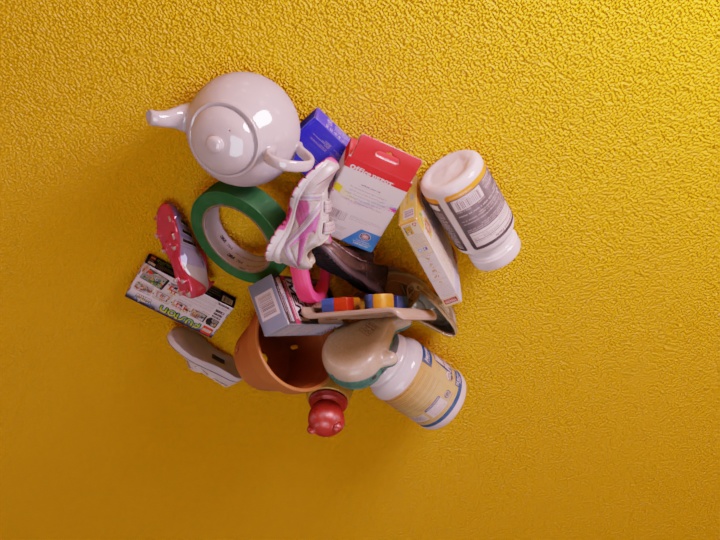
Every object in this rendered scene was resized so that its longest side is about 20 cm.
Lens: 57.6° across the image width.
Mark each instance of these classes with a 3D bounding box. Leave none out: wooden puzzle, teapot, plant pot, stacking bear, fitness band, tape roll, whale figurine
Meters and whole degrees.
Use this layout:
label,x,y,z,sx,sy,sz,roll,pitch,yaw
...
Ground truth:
label,x,y,z,sx,sy,sz,roll,pitch,yaw
wooden puzzle,0.019,0.068,1.206,0.200,0.185,0.046,-1,85,26
teapot,-0.196,-0.213,1.038,0.200,0.146,0.198,-23,106,24
plant pot,-0.166,0.163,1.343,0.200,0.200,0.140,38,138,-23
stacking bear,-0.066,0.263,1.390,0.121,0.200,0.114,-6,130,8
fitness band,-0.092,-0.037,1.190,0.037,0.144,0.200,-2,118,14
tape roll,-0.214,-0.069,1.195,0.200,0.048,0.201,18,135,19
whale figurine,0.017,0.156,1.315,0.159,0.200,0.104,28,146,36

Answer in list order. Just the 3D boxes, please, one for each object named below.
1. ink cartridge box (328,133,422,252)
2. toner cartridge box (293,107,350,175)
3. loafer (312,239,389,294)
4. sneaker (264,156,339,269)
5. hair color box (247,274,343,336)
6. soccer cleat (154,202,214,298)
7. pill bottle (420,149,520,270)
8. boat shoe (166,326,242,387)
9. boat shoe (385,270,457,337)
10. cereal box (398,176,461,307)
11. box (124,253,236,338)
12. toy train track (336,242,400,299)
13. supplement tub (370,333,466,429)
label,x,y,z,sx,sy,sz,roll,pitch,yaw
ink cartridge box,0.010,-0.140,1.102,0.116,0.067,0.200,21,126,-14
toner cartridge box,-0.038,-0.180,1.145,0.095,0.043,0.200,-35,118,28
loafer,-0.016,-0.018,1.191,0.073,0.071,0.200,13,166,38
sneaker,-0.076,-0.087,1.062,0.088,0.081,0.200,28,110,-1
hair color box,-0.118,0.069,1.242,0.061,0.099,0.200,-27,164,22
soccer cleat,-0.340,-0.042,1.270,0.067,0.076,0.200,6,117,37
pill bottle,0.198,-0.101,1.145,0.116,0.116,0.200,-24,124,21
boat shoe,-0.352,0.199,1.450,0.070,0.071,0.200,-38,124,25
boat shoe,0.115,0.068,1.301,0.201,0.063,0.073,35,113,-29
cereal box,0.125,-0.051,1.171,0.039,0.144,0.200,-20,123,18
box,-0.372,0.055,1.357,0.200,0.035,0.110,30,124,-18
toy train track,0.000,0.000,1.279,0.115,0.033,0.200,-39,129,14
supplement tub,0.111,0.232,1.392,0.200,0.145,0.145,37,122,-23
